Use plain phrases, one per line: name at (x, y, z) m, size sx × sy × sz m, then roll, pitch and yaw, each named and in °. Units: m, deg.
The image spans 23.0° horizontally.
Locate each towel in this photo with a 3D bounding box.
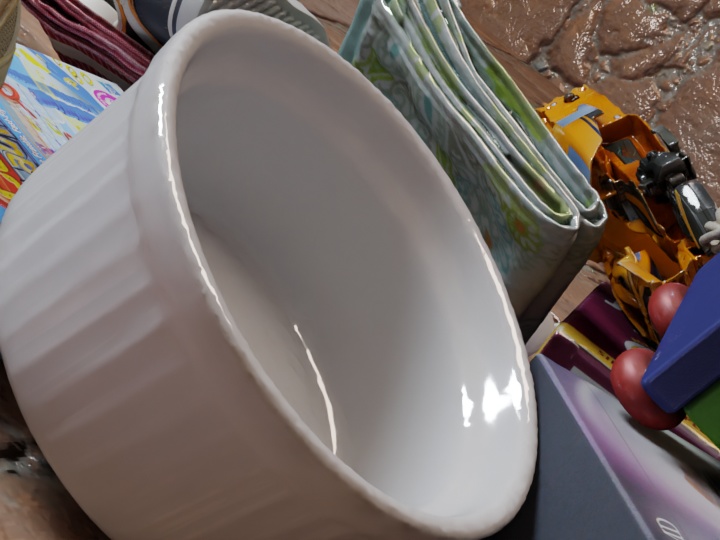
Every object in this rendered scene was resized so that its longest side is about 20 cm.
towel at (-0.117, -0.093, 0.964) m, size 0.144 × 0.023 × 0.200 m, roll 37°, pitch -6°, yaw 3°
towel at (0.036, -0.037, 0.914) m, size 0.048 × 0.200 × 0.171 m, roll -22°, pitch 69°, yaw -27°

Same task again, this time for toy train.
toy train at (0.183, 0.029, 0.713) m, size 0.116 × 0.085 × 0.200 m, roll 47°, pitch 29°, yaw -1°

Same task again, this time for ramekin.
ramekin at (-0.033, 0.019, 0.622) m, size 0.200 × 0.098 × 0.201 m, roll 40°, pitch 34°, yaw -34°

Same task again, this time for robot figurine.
robot figurine at (0.147, -0.010, 0.883) m, size 0.145 × 0.058 × 0.200 m, roll 64°, pitch -1°, yaw -30°

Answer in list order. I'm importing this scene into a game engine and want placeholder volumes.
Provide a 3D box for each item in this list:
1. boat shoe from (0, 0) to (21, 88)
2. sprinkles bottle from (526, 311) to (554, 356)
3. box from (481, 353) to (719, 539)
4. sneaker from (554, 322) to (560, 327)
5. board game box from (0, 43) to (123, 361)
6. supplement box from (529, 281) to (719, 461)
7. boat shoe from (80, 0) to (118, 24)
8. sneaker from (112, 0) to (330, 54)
boat shoe at (-0.173, -0.077, 0.603) m, size 0.071 × 0.065 × 0.200 m, roll 27°, pitch 27°, yaw 0°
sprinkles bottle at (0.053, -0.043, 1.020) m, size 0.068 × 0.068 × 0.200 m, roll -99°, pitch 170°, yaw -71°
box at (0.130, 0.158, 0.644) m, size 0.198 × 0.123 × 0.200 m, roll 30°, pitch 15°, yaw -21°
sneaker at (0.180, 0.094, 1.133) m, size 0.093 × 0.070 × 0.200 m, roll 9°, pitch 27°, yaw -26°
board game box at (-0.139, -0.033, 0.748) m, size 0.196 × 0.056 × 0.200 m, roll 19°, pitch 22°, yaw -52°
supplement box at (0.136, 0.092, 0.915) m, size 0.131 × 0.103 × 0.200 m, roll 37°, pitch 13°, yaw 7°
boat shoe at (-0.106, -0.126, 1.045) m, size 0.074 × 0.060 × 0.200 m, roll 27°, pitch -12°, yaw 40°
sneaker at (-0.074, -0.127, 0.932) m, size 0.079 × 0.078 × 0.200 m, roll 33°, pitch -9°, yaw 20°
